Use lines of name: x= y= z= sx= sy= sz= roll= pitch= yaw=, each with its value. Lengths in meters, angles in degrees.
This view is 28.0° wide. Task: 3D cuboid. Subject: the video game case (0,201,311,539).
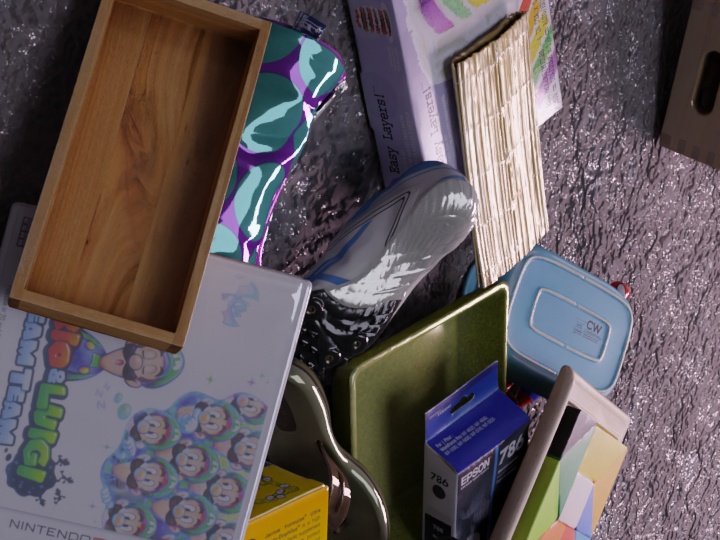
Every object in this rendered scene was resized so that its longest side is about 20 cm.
video game case: x=-0.141 y=0.079 z=0.851 sx=0.182 sy=0.024 sz=0.200 roll=15 pitch=90 yaw=-12

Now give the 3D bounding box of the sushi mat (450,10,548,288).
sushi mat: x=0.110 y=-0.091 z=1.119 sx=0.096 sy=0.012 sz=0.200 roll=-39 pitch=132 yaw=-38

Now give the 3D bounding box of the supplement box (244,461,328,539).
supplement box: x=-0.099 y=0.234 z=0.977 sx=0.109 sy=0.109 sz=0.200 roll=-18 pitch=116 yaw=-47

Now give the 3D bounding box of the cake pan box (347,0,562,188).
cake pan box: x=0.077 y=-0.165 z=1.100 sx=0.184 sy=0.052 sz=0.200 roll=-38 pitch=131 yaw=-34

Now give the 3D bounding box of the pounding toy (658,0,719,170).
pounding toy: x=0.385 y=-0.224 z=1.415 sx=0.184 sy=0.142 sz=0.200 roll=-23 pitch=131 yaw=-44

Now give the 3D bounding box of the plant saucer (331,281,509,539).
plant saucer: x=0.041 y=0.123 z=1.156 sx=0.200 sy=0.048 sz=0.200 roll=-27 pitch=125 yaw=-44

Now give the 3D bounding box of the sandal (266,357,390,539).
sandal: x=-0.043 y=0.147 z=1.035 sx=0.057 sy=0.080 sz=0.201 roll=-75 pitch=145 yaw=-51

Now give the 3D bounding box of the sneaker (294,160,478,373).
sneaker: x=0.000 y=0.000 z=1.036 sx=0.200 sy=0.072 sz=0.072 roll=-42 pitch=118 yaw=-3

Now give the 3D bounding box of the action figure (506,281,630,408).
action figure: x=0.192 y=0.072 z=1.332 sx=0.200 sy=0.052 sz=0.066 roll=-46 pitch=129 yaw=-34

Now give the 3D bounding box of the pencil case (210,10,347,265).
pencil case: x=-0.077 y=-0.064 z=0.913 sx=0.085 sy=0.092 sz=0.200 roll=171 pitch=-60 yaw=-82

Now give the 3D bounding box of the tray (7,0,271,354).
tray: x=-0.125 y=-0.062 z=0.828 sx=0.098 sy=0.037 sz=0.200 roll=17 pitch=74 yaw=-11

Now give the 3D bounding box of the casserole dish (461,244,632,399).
casserole dish: x=0.171 y=0.047 z=1.257 sx=0.200 sy=0.039 sz=0.121 roll=27 pitch=76 yaw=-35

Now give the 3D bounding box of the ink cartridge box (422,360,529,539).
ink cartridge box: x=0.092 y=0.181 z=1.170 sx=0.099 sy=0.039 sz=0.200 roll=-32 pitch=132 yaw=-40

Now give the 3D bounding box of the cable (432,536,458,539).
cable: x=-0.002 y=0.261 z=1.084 sx=0.163 sy=0.051 sz=0.200 roll=-14 pitch=156 yaw=-40

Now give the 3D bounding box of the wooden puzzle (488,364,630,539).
wooden puzzle: x=0.175 y=0.191 z=1.231 sx=0.185 sy=0.037 sz=0.200 roll=-66 pitch=151 yaw=-8
